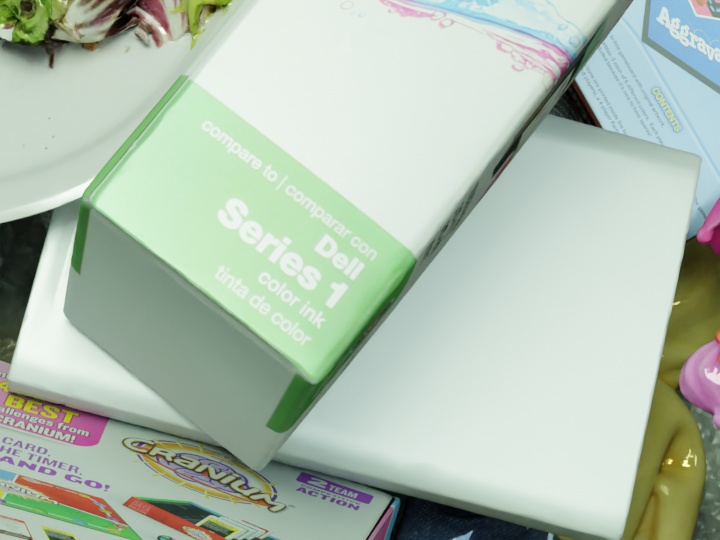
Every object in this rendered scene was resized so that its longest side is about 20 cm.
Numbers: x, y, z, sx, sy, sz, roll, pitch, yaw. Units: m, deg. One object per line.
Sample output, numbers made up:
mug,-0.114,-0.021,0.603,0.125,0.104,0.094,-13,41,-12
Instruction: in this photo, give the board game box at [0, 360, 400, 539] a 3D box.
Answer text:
board game box,-0.082,0.089,0.793,0.153,0.200,0.040,18,106,8

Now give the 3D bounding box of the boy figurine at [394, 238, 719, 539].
boy figurine,0.066,0.062,0.966,0.124,0.064,0.200,34,69,-6

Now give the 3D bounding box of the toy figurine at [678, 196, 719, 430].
toy figurine,0.177,0.042,0.861,0.200,0.150,0.184,-43,65,-15

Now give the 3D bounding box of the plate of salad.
plate of salad,-0.124,-0.107,0.866,0.200,0.048,0.201,-5,63,9

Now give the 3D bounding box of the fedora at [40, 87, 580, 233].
fedora,-0.026,-0.047,0.951,0.177,0.090,0.200,34,72,-5

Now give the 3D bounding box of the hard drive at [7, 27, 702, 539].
hard drive,0.000,0.000,0.877,0.200,0.026,0.132,15,75,-5

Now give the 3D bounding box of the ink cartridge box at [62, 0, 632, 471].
ink cartridge box,0.007,-0.053,0.801,0.084,0.145,0.200,38,74,2

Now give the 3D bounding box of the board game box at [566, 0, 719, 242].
board game box,0.097,-0.117,0.929,0.103,0.019,0.200,-30,87,-5
